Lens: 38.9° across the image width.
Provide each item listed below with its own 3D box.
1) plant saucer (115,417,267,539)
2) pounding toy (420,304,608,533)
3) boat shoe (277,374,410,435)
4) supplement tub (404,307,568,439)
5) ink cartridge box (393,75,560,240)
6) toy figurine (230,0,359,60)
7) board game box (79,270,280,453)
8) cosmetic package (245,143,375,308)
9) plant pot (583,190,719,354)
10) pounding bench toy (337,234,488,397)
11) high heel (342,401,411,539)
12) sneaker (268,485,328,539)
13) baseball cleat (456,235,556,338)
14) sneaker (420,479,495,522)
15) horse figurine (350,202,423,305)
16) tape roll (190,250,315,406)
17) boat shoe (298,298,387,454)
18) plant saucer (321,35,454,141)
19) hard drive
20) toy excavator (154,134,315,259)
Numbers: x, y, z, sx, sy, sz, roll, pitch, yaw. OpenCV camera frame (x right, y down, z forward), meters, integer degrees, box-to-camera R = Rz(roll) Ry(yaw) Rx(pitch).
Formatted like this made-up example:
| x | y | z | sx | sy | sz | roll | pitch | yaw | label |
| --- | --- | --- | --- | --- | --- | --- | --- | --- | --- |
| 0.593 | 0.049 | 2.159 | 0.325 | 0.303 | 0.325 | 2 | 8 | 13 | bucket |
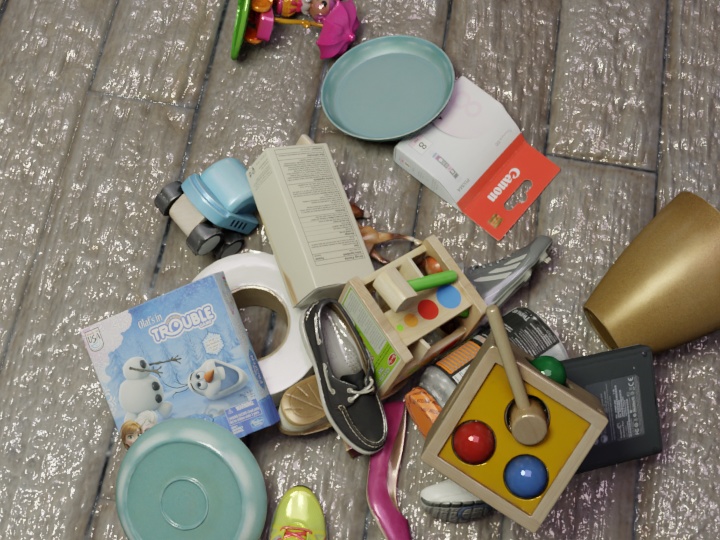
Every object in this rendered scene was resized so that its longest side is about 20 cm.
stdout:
| x | y | z | sx | sy | sz | roll | pitch | yaw | label |
| --- | --- | --- | --- | --- | --- | --- | --- | --- | --- |
| -0.213 | 0.283 | 1.251 | 0.197 | 0.027 | 0.203 | 1 | 94 | 11 | plant saucer |
| 0.173 | 0.161 | 1.164 | 0.183 | 0.142 | 0.201 | 32 | 99 | 3 | pounding toy |
| -0.026 | 0.160 | 1.336 | 0.198 | 0.069 | 0.074 | -16 | 67 | -32 | boat shoe |
| 0.163 | 0.147 | 1.321 | 0.199 | 0.123 | 0.123 | -32 | 73 | -14 | supplement tub |
| 0.173 | -0.167 | 1.489 | 0.199 | 0.057 | 0.163 | 37 | 71 | 17 | ink cartridge box |
| -0.093 | -0.390 | 1.545 | 0.182 | 0.151 | 0.201 | 10 | 42 | -13 | toy figurine |
| -0.227 | 0.130 | 1.280 | 0.198 | 0.043 | 0.201 | -22 | 88 | 14 | board game box |
| -0.066 | -0.061 | 1.340 | 0.104 | 0.071 | 0.202 | -8 | 71 | -36 | cosmetic package |
| 0.404 | 0.027 | 1.365 | 0.199 | 0.186 | 0.187 | -34 | 73 | -1 | plant pot |
| 0.074 | 0.038 | 1.275 | 0.155 | 0.200 | 0.125 | -29 | 73 | -25 | pounding bench toy |
| 0.049 | 0.266 | 1.299 | 0.095 | 0.068 | 0.201 | -24 | 58 | -1 | high heel |
| -0.082 | 0.359 | 1.241 | 0.077 | 0.091 | 0.202 | 6 | 66 | 2 | sneaker |
| 0.178 | 0.004 | 1.408 | 0.106 | 0.070 | 0.200 | 41 | 71 | 13 | baseball cleat |
| 0.165 | 0.264 | 1.309 | 0.198 | 0.075 | 0.088 | -11 | 61 | -16 | sneaker |
| 0.000 | 0.000 | 1.413 | 0.131 | 0.050 | 0.202 | 24 | 66 | 1 | horse figurine |
| -0.144 | 0.080 | 1.361 | 0.200 | 0.071 | 0.205 | 1 | 68 | -2 | tape roll |
| -0.014 | 0.130 | 1.269 | 0.073 | 0.060 | 0.202 | -16 | 80 | -28 | boat shoe |
| 0.041 | -0.263 | 1.500 | 0.197 | 0.028 | 0.202 | -7 | 56 | 10 | plant saucer |
| 0.281 | 0.180 | 1.280 | 0.198 | 0.033 | 0.141 | -9 | 95 | -18 | hard drive |
| -0.155 | -0.116 | 1.416 | 0.200 | 0.194 | 0.100 | -44 | 74 | 11 | toy excavator |
